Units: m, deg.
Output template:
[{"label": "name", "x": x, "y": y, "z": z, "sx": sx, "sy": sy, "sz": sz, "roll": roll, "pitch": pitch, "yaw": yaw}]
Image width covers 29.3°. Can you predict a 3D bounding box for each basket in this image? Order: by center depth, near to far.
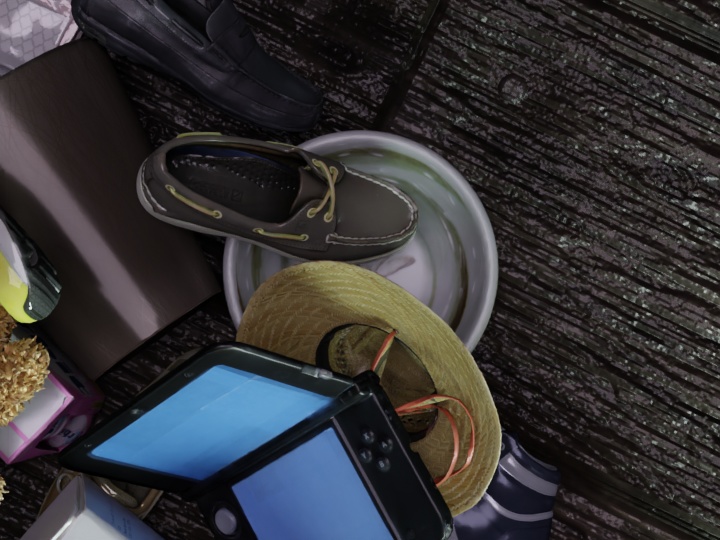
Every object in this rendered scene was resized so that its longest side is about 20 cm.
[{"label": "basket", "x": -0.202, "y": -0.034, "z": 0.979, "sx": 0.180, "sy": 0.136, "sz": 0.201, "roll": -35, "pitch": 90, "yaw": -16}]

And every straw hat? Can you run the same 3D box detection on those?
[{"label": "straw hat", "x": 0.020, "y": 0.069, "z": 0.934, "sx": 0.200, "sy": 0.085, "sz": 0.202, "roll": 15, "pitch": 120, "yaw": 27}]

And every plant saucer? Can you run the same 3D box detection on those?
[{"label": "plant saucer", "x": 0.000, "y": 0.000, "z": 1.011, "sx": 0.199, "sy": 0.050, "sz": 0.202, "roll": 0, "pitch": 86, "yaw": 1}]

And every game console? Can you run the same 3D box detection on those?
[{"label": "game console", "x": -0.071, "y": 0.146, "z": 0.896, "sx": 0.200, "sy": 0.116, "sz": 0.177, "roll": -34, "pitch": 82, "yaw": 39}]

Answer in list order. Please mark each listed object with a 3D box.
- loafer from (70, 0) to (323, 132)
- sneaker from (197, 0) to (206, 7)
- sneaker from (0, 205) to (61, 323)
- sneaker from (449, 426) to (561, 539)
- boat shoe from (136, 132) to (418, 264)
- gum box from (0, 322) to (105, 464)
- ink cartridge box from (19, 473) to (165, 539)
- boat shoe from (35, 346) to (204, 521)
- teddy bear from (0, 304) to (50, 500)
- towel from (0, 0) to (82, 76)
[{"label": "loafer", "x": -0.108, "y": -0.164, "z": 0.987, "sx": 0.200, "sy": 0.068, "sz": 0.071, "roll": 27, "pitch": 116, "yaw": -20}, {"label": "sneaker", "x": -0.161, "y": -0.257, "z": 0.990, "sx": 0.075, "sy": 0.087, "sz": 0.201, "roll": -28, "pitch": 109, "yaw": -17}, {"label": "sneaker", "x": -0.263, "y": -0.018, "z": 0.850, "sx": 0.200, "sy": 0.078, "sz": 0.090, "roll": 37, "pitch": 76, "yaw": 30}, {"label": "sneaker", "x": 0.047, "y": 0.151, "z": 0.989, "sx": 0.199, "sy": 0.070, "sz": 0.109, "roll": 18, "pitch": 92, "yaw": -4}, {"label": "boat shoe", "x": -0.050, "y": -0.049, "z": 0.941, "sx": 0.200, "sy": 0.060, "sz": 0.073, "roll": 10, "pitch": 76, "yaw": -15}, {"label": "gum box", "x": -0.273, "y": 0.049, "z": 0.982, "sx": 0.066, "sy": 0.114, "sz": 0.200, "roll": -44, "pitch": 86, "yaw": -2}, {"label": "ink cartridge box", "x": -0.165, "y": 0.262, "z": 0.952, "sx": 0.200, "sy": 0.087, "sz": 0.145, "roll": 42, "pitch": 88, "yaw": -17}, {"label": "boat shoe", "x": -0.165, "y": 0.136, "z": 0.999, "sx": 0.201, "sy": 0.063, "sz": 0.073, "roll": -44, "pitch": 86, "yaw": -2}, {"label": "teddy bear", "x": -0.269, "y": 0.061, "z": 0.891, "sx": 0.144, "sy": 0.067, "sz": 0.201, "roll": 24, "pitch": 86, "yaw": 5}, {"label": "towel", "x": -0.283, "y": -0.258, "z": 1.044, "sx": 0.199, "sy": 0.032, "sz": 0.192, "roll": 26, "pitch": 87, "yaw": 2}]
